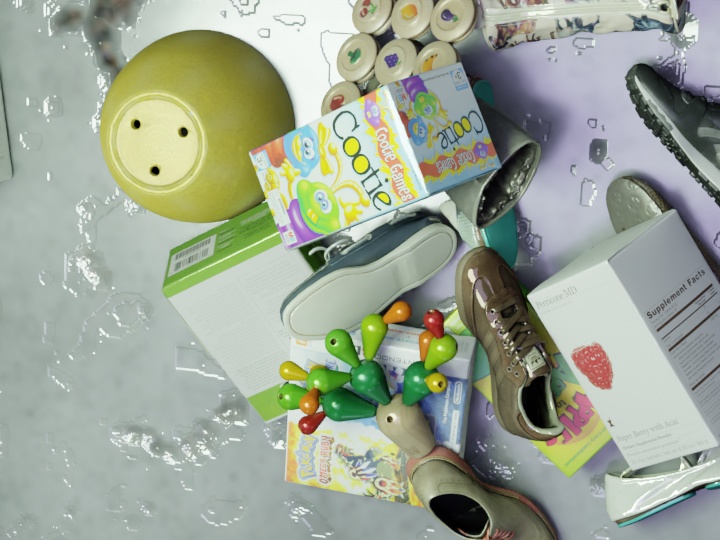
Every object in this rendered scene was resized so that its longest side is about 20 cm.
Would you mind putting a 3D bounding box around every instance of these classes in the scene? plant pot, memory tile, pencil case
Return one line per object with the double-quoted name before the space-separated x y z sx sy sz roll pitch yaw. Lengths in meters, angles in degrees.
"plant pot" -0.180 -0.136 1.619 0.200 0.142 0.200 3 101 13
"memory tile" 0.041 -0.222 1.553 0.153 0.017 0.200 14 85 41
"pencil case" 0.206 -0.253 1.534 0.200 0.089 0.078 -3 101 14

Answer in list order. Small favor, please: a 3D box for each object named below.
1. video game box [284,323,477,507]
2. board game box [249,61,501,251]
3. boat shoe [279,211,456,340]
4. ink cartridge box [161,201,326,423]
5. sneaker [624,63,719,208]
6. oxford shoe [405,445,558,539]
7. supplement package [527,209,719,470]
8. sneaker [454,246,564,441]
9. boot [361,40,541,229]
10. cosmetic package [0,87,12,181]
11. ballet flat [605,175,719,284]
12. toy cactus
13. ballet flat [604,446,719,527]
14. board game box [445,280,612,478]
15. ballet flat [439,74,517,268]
"video game box" 0.017 0.142 1.646 0.182 0.047 0.200 11 123 11
"board game box" 0.010 -0.101 1.477 0.200 0.105 0.103 -20 92 47
"boat shoe" 0.000 0.000 1.599 0.200 0.062 0.075 -33 131 -17
"ink cartridge box" -0.089 0.043 1.674 0.148 0.076 0.200 -25 119 16
"sneaker" 0.339 -0.133 1.547 0.088 0.076 0.200 -42 94 2
"oxford shoe" 0.125 0.255 1.632 0.200 0.075 0.070 33 113 -26
"supplement package" 0.277 0.067 1.544 0.121 0.120 0.200 -29 94 52
"sneaker" 0.153 0.070 1.554 0.070 0.076 0.200 -29 111 -26
"boot" 0.067 -0.104 1.553 0.200 0.073 0.182 48 121 31
"cosmetic package" -0.475 -0.175 1.665 0.166 0.167 0.200 -3 100 14
"ballet flat" 0.315 -0.013 1.584 0.200 0.046 0.067 50 141 5
"toy cactus" 0.021 0.121 1.559 0.200 0.102 0.165 -27 121 18
"ballet flat" 0.332 0.195 1.614 0.200 0.069 0.070 -22 96 17
"board game box" 0.175 0.100 1.634 0.200 0.048 0.102 44 107 1
"ballet flat" 0.107 -0.092 1.607 0.071 0.069 0.200 -8 93 39
